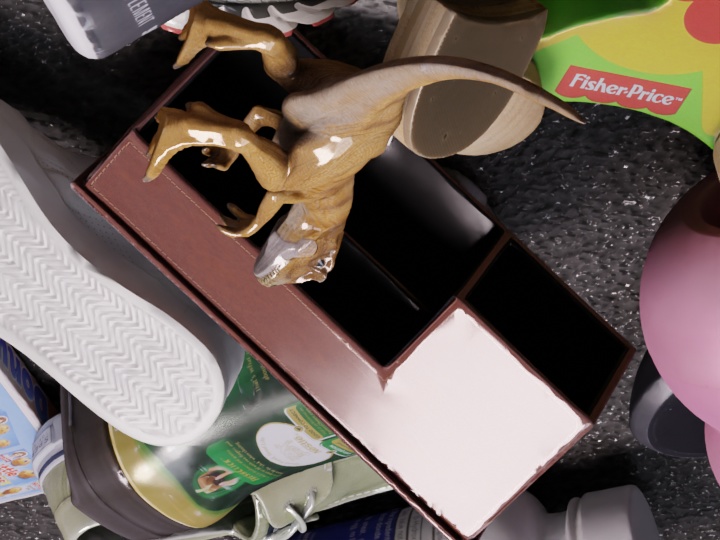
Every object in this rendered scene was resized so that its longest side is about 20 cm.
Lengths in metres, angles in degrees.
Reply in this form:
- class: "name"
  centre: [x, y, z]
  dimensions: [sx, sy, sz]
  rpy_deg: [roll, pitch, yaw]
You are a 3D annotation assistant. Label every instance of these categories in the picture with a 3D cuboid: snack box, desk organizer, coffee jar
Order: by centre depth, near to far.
- class: "desk organizer"
  centre: [0.000, 0.000, 1.089]
  dimensions: [0.200, 0.072, 0.077]
  rpy_deg: [43, 120, -2]
- class: "coffee jar"
  centre: [-0.032, 0.037, 1.217]
  dimensions: [0.199, 0.105, 0.085]
  rpy_deg: [-22, 143, 25]
- class: "snack box"
  centre: [-0.186, 0.048, 1.282]
  dimensions: [0.072, 0.024, 0.200]
  rpy_deg: [-14, 147, 9]

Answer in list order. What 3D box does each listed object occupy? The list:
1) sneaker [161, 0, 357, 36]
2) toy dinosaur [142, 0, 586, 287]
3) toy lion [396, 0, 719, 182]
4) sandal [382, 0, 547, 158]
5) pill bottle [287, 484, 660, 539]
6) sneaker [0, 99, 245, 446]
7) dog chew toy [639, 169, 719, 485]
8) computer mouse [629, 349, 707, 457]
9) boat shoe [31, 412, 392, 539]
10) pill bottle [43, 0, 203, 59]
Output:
- class: "sneaker"
  centre: [-0.073, -0.133, 0.969]
  dimensions: [0.199, 0.078, 0.082]
  rpy_deg: [8, 144, -22]
- class: "toy dinosaur"
  centre: [-0.009, -0.052, 0.962]
  dimensions: [0.106, 0.061, 0.200]
  rpy_deg: [15, 159, -14]
- class: "toy lion"
  centre: [0.136, -0.114, 1.056]
  dimensions: [0.199, 0.069, 0.192]
  rpy_deg: [9, 138, -21]
- class: "sandal"
  centre: [0.047, -0.145, 0.974]
  dimensions: [0.077, 0.070, 0.212]
  rpy_deg: [1, 123, -52]
- class: "pill bottle"
  centre: [0.047, 0.169, 1.421]
  dimensions: [0.199, 0.120, 0.120]
  rpy_deg: [-14, 147, 13]
- class: "sneaker"
  centre: [-0.121, -0.026, 1.129]
  dimensions: [0.200, 0.116, 0.074]
  rpy_deg: [44, 114, -6]
- class: "dog chew toy"
  centre: [0.188, 0.052, 1.187]
  dimensions: [0.124, 0.125, 0.201]
  rpy_deg: [-14, 117, 13]
- class: "computer mouse"
  centre: [0.206, 0.024, 1.292]
  dimensions: [0.199, 0.053, 0.139]
  rpy_deg: [-16, 146, -7]
- class: "boat shoe"
  centre: [-0.049, 0.094, 1.326]
  dimensions: [0.199, 0.062, 0.072]
  rpy_deg: [-4, 149, -19]
- class: "pill bottle"
  centre: [-0.023, -0.156, 0.882]
  dimensions: [0.200, 0.106, 0.106]
  rpy_deg: [-31, 146, -3]
